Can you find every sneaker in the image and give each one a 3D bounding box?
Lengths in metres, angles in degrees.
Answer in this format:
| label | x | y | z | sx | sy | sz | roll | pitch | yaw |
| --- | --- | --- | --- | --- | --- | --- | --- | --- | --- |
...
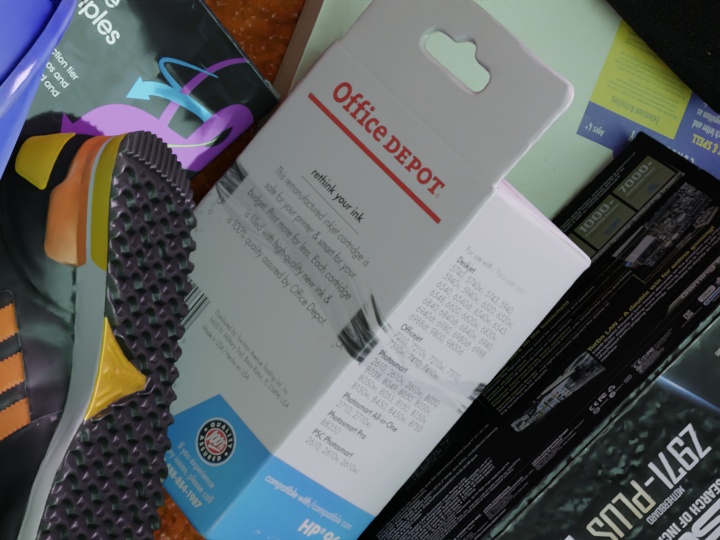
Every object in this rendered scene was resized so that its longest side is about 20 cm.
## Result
| label | x | y | z | sx | sy | sz | roll | pitch | yaw |
| --- | --- | --- | --- | --- | --- | --- | --- | --- | --- |
| sneaker | -0.118 | 0.048 | 0.955 | 0.070 | 0.089 | 0.202 | 36 | 61 | -58 |

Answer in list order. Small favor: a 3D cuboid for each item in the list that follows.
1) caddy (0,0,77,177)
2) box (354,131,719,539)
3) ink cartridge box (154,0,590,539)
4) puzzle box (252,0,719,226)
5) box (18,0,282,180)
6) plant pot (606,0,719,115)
| label | x | y | z | sx | sy | sz | roll | pitch | yaw |
| --- | --- | --- | --- | --- | --- | --- | --- | --- | --- |
| caddy | -0.175 | -0.033 | 0.906 | 0.105 | 0.141 | 0.200 | 43 | 77 | -15 |
| box | 0.086 | 0.063 | 1.017 | 0.200 | 0.164 | 0.086 | -45 | 111 | 0 |
| ink cartridge box | 0.000 | 0.000 | 0.995 | 0.200 | 0.116 | 0.068 | -50 | 136 | 6 |
| puzzle box | 0.070 | -0.075 | 1.087 | 0.199 | 0.025 | 0.134 | 23 | 88 | -20 |
| box | -0.146 | -0.053 | 1.010 | 0.200 | 0.036 | 0.143 | -41 | 108 | -9 |
| plant pot | 0.184 | -0.162 | 1.019 | 0.199 | 0.200 | 0.178 | -37 | 113 | -22 |
